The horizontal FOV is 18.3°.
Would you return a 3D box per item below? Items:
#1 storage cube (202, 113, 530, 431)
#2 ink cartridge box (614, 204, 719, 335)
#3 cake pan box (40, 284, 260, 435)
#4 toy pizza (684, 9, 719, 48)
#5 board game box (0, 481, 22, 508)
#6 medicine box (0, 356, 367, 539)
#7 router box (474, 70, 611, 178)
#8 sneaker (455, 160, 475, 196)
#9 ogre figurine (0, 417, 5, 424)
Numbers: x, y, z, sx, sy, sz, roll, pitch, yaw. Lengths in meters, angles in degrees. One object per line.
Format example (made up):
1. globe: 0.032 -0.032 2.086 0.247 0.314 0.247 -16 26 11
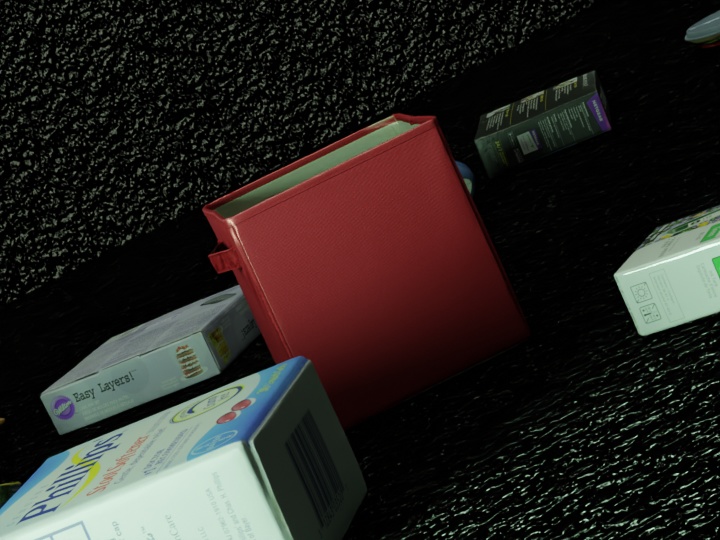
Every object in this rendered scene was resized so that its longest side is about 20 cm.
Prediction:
1. storage cube: 0.000 0.000 1.690 0.199 0.181 0.171 -27 9 -7
2. ink cartridge box: 0.277 -0.024 1.477 0.199 0.051 0.109 -21 9 29
3. cake pan box: -0.198 0.083 2.186 0.199 0.053 0.184 -22 7 20
4. toy pizza: 0.485 -0.310 2.679 0.199 0.032 0.200 -24 8 3
5. board game box: -0.375 0.217 1.627 0.199 0.062 0.199 -22 -10 28
6. medicine box: -0.116 0.154 1.349 0.198 0.104 0.182 -22 9 14
7. router box: 0.208 -0.168 2.535 0.148 0.051 0.200 -22 9 10
8. sneaker: 0.047 -0.038 2.201 0.199 0.076 0.088 -35 23 -20
9. ogre figurine: -0.439 0.152 2.306 0.119 0.099 0.200 -35 -5 10
